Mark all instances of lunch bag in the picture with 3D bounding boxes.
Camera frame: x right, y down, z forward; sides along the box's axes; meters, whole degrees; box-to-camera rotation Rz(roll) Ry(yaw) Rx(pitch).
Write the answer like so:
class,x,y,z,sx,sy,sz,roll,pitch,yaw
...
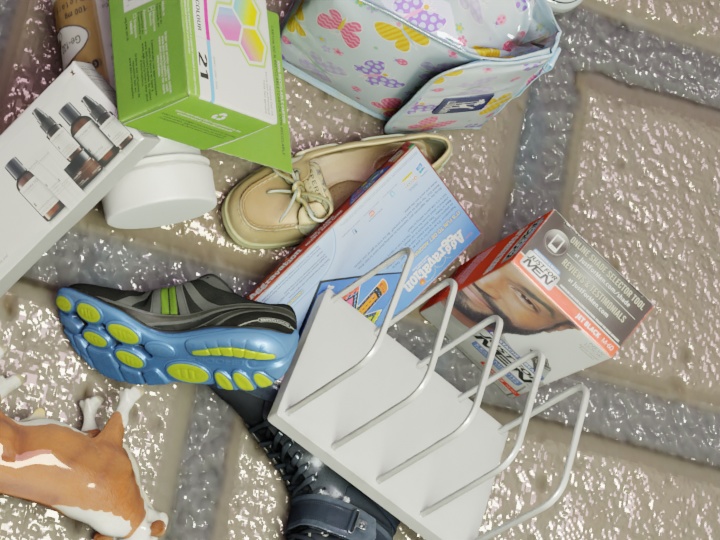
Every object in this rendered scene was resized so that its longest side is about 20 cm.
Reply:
class,x,y,z,sx,sy,sz,roll,pitch,yaw
lunch bag,0.048,-0.193,1.657,0.200,0.170,0.127,27,67,-13

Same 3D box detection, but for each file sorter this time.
class,x,y,z,sx,sy,sz,roll,pitch,yaw
file sorter,0.058,0.098,1.556,0.200,0.125,0.139,38,44,-17

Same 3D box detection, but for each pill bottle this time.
class,x,y,z,sx,sy,sz,roll,pitch,yaw
pill bottle,-0.174,-0.140,1.596,0.114,0.114,0.200,-7,79,-21

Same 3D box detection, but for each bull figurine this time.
class,x,y,z,sx,sy,sz,roll,pitch,yaw
bull figurine,-0.224,0.139,1.530,0.200,0.065,0.121,22,55,-28

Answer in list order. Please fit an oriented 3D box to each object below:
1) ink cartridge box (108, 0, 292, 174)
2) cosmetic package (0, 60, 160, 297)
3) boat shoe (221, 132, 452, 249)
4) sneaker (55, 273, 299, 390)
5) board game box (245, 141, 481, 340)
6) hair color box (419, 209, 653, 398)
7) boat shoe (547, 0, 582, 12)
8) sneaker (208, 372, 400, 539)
class,x,y,z,sx,sy,sz,roll,pitch,yaw
ink cartridge box,-0.097,-0.170,1.548,0.200,0.076,0.148,14,64,-51
cosmetic package,-0.253,-0.060,1.527,0.200,0.051,0.083,-44,83,9
boat shoe,-0.020,-0.075,1.663,0.200,0.063,0.073,-23,86,-22
sneaker,-0.141,0.044,1.566,0.199,0.071,0.083,7,35,16
board game box,0.000,0.000,1.638,0.200,0.019,0.103,-44,115,-13
hair color box,0.137,0.031,1.618,0.111,0.200,0.064,43,67,-5
boat shoe,0.138,-0.318,1.773,0.072,0.071,0.200,-36,91,-23
sneaker,-0.054,0.166,1.585,0.202,0.077,0.146,32,66,-11
